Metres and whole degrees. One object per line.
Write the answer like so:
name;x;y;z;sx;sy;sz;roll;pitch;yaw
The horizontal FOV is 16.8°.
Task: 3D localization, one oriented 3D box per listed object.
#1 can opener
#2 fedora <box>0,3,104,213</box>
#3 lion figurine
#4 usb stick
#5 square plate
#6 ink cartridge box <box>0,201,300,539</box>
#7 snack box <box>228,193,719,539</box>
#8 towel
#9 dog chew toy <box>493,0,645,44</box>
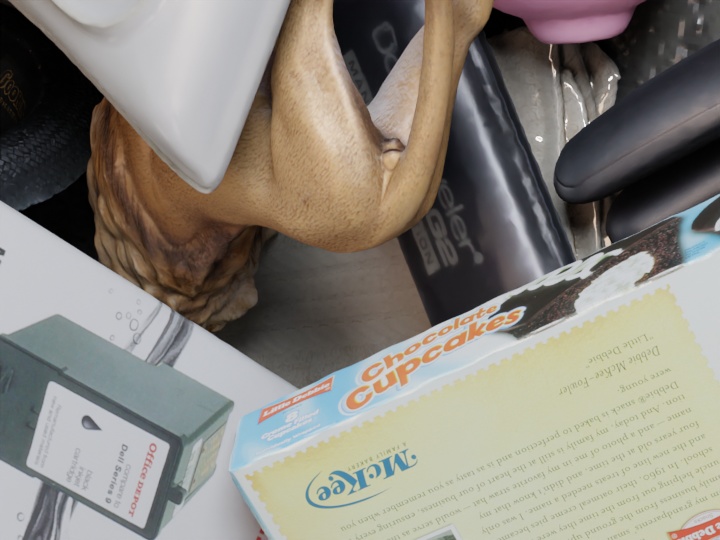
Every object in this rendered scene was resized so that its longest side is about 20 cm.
can opener;0.140;-0.064;0.658;0.063;0.079;0.200;37;121;-26
fedora;-0.177;-0.028;0.814;0.200;0.200;0.092;21;121;30
lion figurine;-0.024;-0.038;0.676;0.200;0.072;0.124;-173;83;-66
usb stick;0.022;-0.043;0.712;0.055;0.032;0.201;-29;78;43
square plate;-0.069;-0.155;0.645;0.198;0.028;0.201;42;121;37
ink cartridge box;-0.113;0.063;0.688;0.084;0.199;0.147;2;64;54
snack box;0.078;0.054;0.662;0.199;0.037;0.117;-25;110;15
towel;0.000;0.000;0.774;0.199;0.034;0.134;-8;90;35
dog chew toy;0.051;-0.164;0.670;0.124;0.124;0.202;2;105;34
